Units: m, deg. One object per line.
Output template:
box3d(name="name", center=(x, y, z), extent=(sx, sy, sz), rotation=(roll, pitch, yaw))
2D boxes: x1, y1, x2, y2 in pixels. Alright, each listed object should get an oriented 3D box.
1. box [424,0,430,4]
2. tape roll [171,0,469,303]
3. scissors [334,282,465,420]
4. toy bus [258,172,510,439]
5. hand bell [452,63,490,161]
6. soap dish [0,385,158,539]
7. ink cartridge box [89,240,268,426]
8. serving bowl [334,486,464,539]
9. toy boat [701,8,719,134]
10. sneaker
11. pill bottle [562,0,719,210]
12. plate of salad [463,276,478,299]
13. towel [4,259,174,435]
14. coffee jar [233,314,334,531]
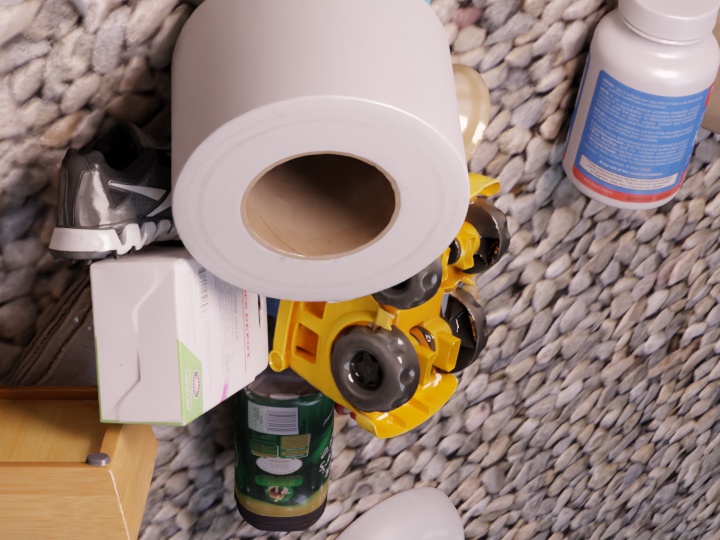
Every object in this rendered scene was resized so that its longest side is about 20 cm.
box3d(name="box", center=(0.009, -0.257, 1.351), extent=(0.049, 0.082, 0.200), rotation=(-28, 143, -24))
box3d(name="tape roll", center=(-0.031, -0.093, 1.356), extent=(0.203, 0.139, 0.203), rotation=(-3, 138, -3))
box3d(name="scissors", center=(0.050, 0.059, 1.674), extent=(0.200, 0.014, 0.073), rotation=(-47, 153, 19))
box3d(name="toy bus", center=(0.000, 0.000, 1.527), extent=(0.136, 0.192, 0.200), rotation=(-24, 134, -51))
box3d(name="hand bell", center=(-0.003, -0.146, 1.479), extent=(0.200, 0.104, 0.104), rotation=(26, 106, -44))
box3d(name="soap dish", center=(-0.230, 0.143, 1.396), extent=(0.157, 0.200, 0.081), rotation=(1, 107, -1))
box3d(name="ink cartridge box", center=(-0.128, 0.037, 1.442), extent=(0.200, 0.067, 0.117), rotation=(-28, 116, -73))
box3d(name="serving bowl", center=(0.035, 0.321, 2.033), extent=(0.200, 0.066, 0.200), rotation=(-30, 145, -23))
box3d(name="toy boat", center=(0.351, -0.217, 1.772), extent=(0.200, 0.130, 0.131), rotation=(89, 25, -48))
box3d(name="sneaker", center=(-0.150, -0.062, 1.396), extent=(0.200, 0.066, 0.091), rotation=(-17, 108, -61))
box3d(name="pill bottle", center=(0.247, -0.160, 1.699), extent=(0.112, 0.112, 0.200), rotation=(-23, 142, -31))
box3d(name="plate of salad", center=(0.051, 0.023, 1.695), extent=(0.200, 0.048, 0.200), rotation=(-38, 146, -32))
box3d(name="towel", center=(-0.177, 0.064, 1.540), extent=(0.133, 0.034, 0.200), rotation=(-54, 147, 14))
box3d(name="coffee jar", center=(-0.065, 0.132, 1.670), extent=(0.085, 0.104, 0.200), rotation=(2, 139, -2))
